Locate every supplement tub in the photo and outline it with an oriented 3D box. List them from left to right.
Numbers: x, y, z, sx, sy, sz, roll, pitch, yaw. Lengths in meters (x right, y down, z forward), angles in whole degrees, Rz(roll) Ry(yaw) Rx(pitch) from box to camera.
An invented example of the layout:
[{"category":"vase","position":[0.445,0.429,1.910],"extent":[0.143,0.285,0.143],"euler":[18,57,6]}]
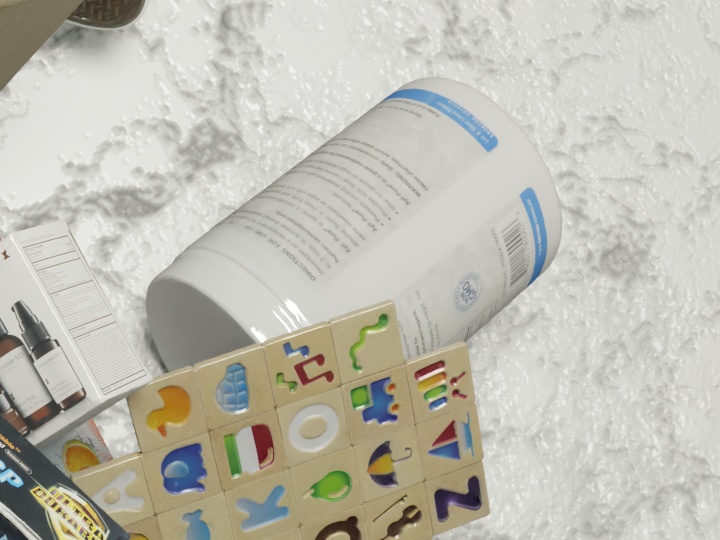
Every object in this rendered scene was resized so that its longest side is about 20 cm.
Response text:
[{"category":"supplement tub","position":[0.000,0.000,0.856],"extent":[0.199,0.132,0.133],"euler":[-38,92,-28]}]

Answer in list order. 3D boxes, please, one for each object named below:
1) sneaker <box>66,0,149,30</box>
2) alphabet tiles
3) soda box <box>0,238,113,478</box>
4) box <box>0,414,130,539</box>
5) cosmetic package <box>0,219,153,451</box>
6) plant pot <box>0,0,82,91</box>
[{"category":"sneaker","position":[-0.204,-0.187,0.868],"extent":[0.198,0.073,0.085],"euler":[19,34,-10]},{"category":"alphabet tiles","position":[-0.033,0.108,0.776],"extent":[0.198,0.006,0.168],"euler":[-18,117,-14]},{"category":"soda box","position":[-0.189,0.050,0.782],"extent":[0.202,0.063,0.068],"euler":[62,25,3]},{"category":"box","position":[-0.220,0.128,0.693],"extent":[0.159,0.200,0.046],"euler":[43,24,-6]},{"category":"cosmetic package","position":[-0.195,0.064,0.722],"extent":[0.083,0.199,0.051],"euler":[60,22,4]},{"category":"plant pot","position":[-0.269,-0.142,0.713],"extent":[0.177,0.199,0.201],"euler":[-34,90,-46]}]
